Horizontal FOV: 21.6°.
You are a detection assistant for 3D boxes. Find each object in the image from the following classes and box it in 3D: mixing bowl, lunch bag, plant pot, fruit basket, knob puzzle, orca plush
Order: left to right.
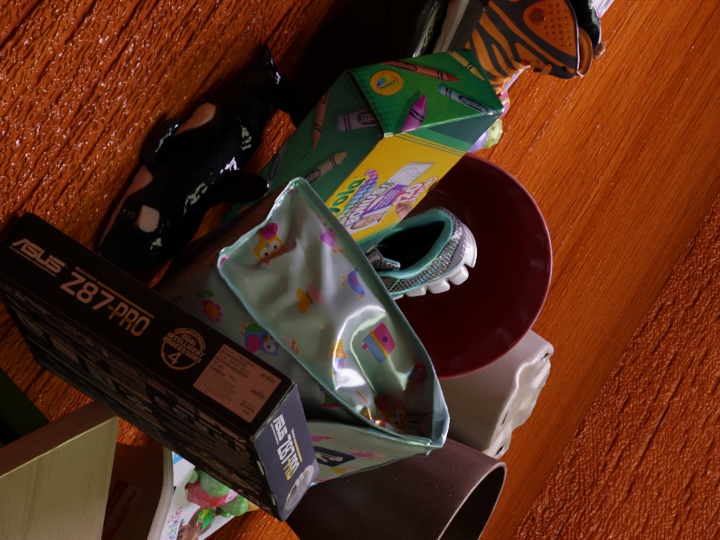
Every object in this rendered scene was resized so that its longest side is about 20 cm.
[{"bbox_3d":[-0.180,0.208,1.302,0.220,0.030,0.220,-44,-158,23],"label":"knob puzzle"},{"bbox_3d":[-0.089,-0.063,1.266,0.200,0.071,0.106,-45,157,-45],"label":"orca plush"},{"bbox_3d":[-0.097,0.160,1.578,0.200,0.093,0.186,-37,153,-47],"label":"fruit basket"},{"bbox_3d":[-0.047,0.062,1.284,0.122,0.200,0.170,-47,-167,-35],"label":"lunch bag"},{"bbox_3d":[0.006,0.210,1.777,0.187,0.199,0.187,-51,161,-24],"label":"plant pot"},{"bbox_3d":[0.058,-0.014,1.655,0.201,0.199,0.108,-63,-167,7],"label":"mixing bowl"},{"bbox_3d":[0.081,0.090,1.847,0.201,0.183,0.201,-54,163,-25],"label":"plant pot"}]

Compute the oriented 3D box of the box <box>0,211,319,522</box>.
[{"bbox_3d":[-0.122,0.062,1.138,0.049,0.199,0.162,-53,162,-20],"label":"box"}]

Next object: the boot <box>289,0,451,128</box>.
[{"bbox_3d":[0.023,-0.163,1.454,0.204,0.073,0.154,-57,166,-12],"label":"boot"}]

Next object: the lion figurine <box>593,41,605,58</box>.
[{"bbox_3d":[0.188,-0.271,1.786,0.072,0.122,0.201,-18,-135,49],"label":"lion figurine"}]

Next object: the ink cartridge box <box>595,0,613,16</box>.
[{"bbox_3d":[0.158,-0.257,1.632,0.200,0.115,0.068,-51,161,-30],"label":"ink cartridge box"}]

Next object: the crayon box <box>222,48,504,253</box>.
[{"bbox_3d":[-0.001,-0.074,1.355,0.118,0.059,0.200,-15,159,-40],"label":"crayon box"}]

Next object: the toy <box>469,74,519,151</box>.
[{"bbox_3d":[0.121,-0.157,1.807,0.201,0.047,0.115,-54,161,-26],"label":"toy"}]

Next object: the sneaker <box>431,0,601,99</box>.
[{"bbox_3d":[0.112,-0.151,1.414,0.078,0.111,0.201,-53,164,-49],"label":"sneaker"}]

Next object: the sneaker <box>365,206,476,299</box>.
[{"bbox_3d":[0.000,0.000,1.539,0.199,0.078,0.091,-28,163,-5],"label":"sneaker"}]

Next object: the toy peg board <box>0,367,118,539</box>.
[{"bbox_3d":[-0.260,0.165,1.123,0.198,0.098,0.201,-27,145,-37],"label":"toy peg board"}]
